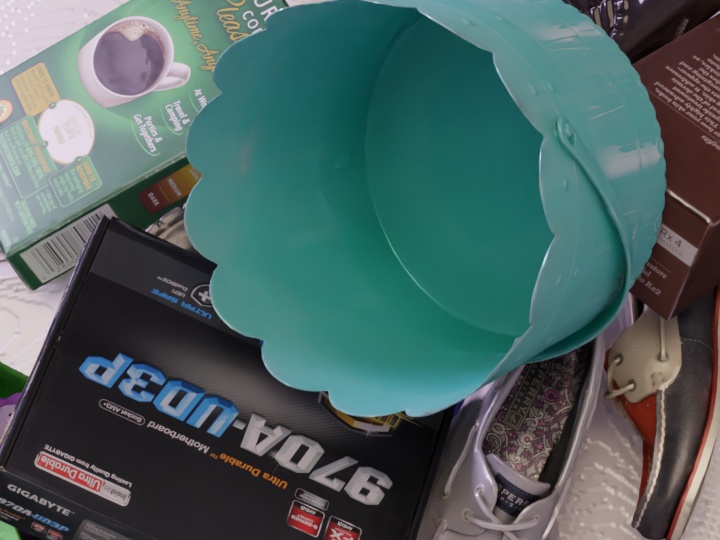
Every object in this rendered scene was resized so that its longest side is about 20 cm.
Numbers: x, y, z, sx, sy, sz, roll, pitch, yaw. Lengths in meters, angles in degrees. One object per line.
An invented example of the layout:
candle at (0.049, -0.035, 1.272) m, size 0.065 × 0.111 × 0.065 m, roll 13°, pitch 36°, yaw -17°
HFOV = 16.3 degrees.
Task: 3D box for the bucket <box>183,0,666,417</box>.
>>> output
bucket at (0.035, -0.038, 1.177) m, size 0.207 × 0.208 × 0.135 m, roll 40°, pitch 31°, yaw 23°

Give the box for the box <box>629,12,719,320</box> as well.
box at (0.186, -0.065, 1.279) m, size 0.100 × 0.075 × 0.200 m, roll 39°, pitch 44°, yaw 22°

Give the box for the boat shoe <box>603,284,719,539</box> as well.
boat shoe at (0.152, 0.045, 1.274) m, size 0.062 × 0.071 × 0.201 m, roll 13°, pitch 60°, yaw -2°

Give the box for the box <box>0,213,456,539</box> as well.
box at (-0.065, 0.082, 1.209) m, size 0.199 × 0.046 × 0.159 m, roll 26°, pitch 52°, yaw -7°

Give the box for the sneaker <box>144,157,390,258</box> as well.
sneaker at (-0.048, -0.004, 1.296) m, size 0.200 × 0.076 × 0.091 m, roll -36°, pitch 73°, yaw -6°

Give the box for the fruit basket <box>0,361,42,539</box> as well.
fruit basket at (-0.127, 0.126, 1.246) m, size 0.215 × 0.155 × 0.216 m, roll -8°, pitch 70°, yaw 22°

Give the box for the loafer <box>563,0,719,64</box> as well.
loafer at (0.154, -0.142, 1.345) m, size 0.200 × 0.071 × 0.073 m, roll -27°, pitch 66°, yaw 32°

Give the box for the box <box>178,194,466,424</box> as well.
box at (0.000, 0.000, 1.341) m, size 0.200 × 0.032 × 0.121 m, roll 36°, pitch 75°, yaw 23°

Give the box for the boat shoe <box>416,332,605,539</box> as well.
boat shoe at (0.071, 0.108, 1.246) m, size 0.072 × 0.069 × 0.200 m, roll 31°, pitch 75°, yaw -6°

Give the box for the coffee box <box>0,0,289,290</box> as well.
coffee box at (-0.119, -0.086, 1.372) m, size 0.200 × 0.044 × 0.123 m, roll -31°, pitch 53°, yaw 0°
